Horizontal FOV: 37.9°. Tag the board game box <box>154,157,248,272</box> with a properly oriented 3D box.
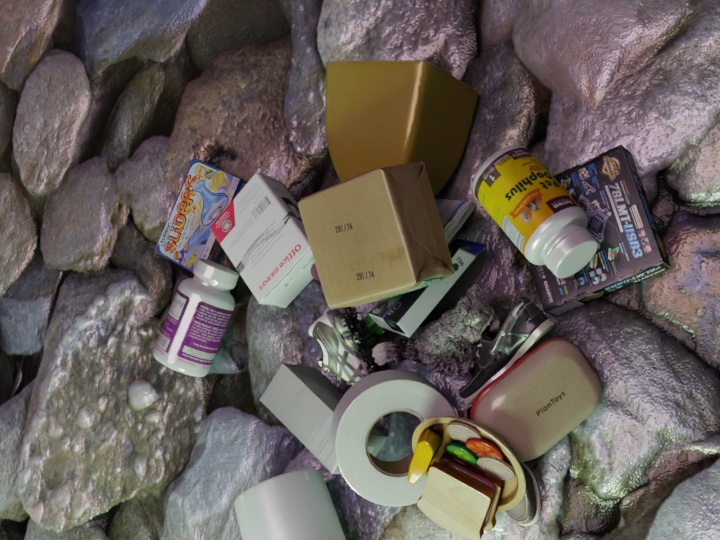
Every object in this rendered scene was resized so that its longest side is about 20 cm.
[{"bbox_3d":[-0.306,-0.102,2.024,0.135,0.034,0.201,25,94,33],"label":"board game box"}]

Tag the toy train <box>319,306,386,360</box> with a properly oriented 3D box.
[{"bbox_3d":[0.008,0.101,1.770,0.200,0.056,0.042,-46,60,17],"label":"toy train"}]

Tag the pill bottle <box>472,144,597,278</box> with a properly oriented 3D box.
[{"bbox_3d":[0.261,-0.086,1.559,0.109,0.109,0.200,-46,59,16],"label":"pill bottle"}]

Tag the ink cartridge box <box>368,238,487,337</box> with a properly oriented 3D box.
[{"bbox_3d":[0.107,0.014,1.667,0.200,0.039,0.099,-48,24,-15],"label":"ink cartridge box"}]

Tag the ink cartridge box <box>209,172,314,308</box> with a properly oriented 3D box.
[{"bbox_3d":[-0.160,-0.052,1.891,0.145,0.083,0.200,-46,61,16],"label":"ink cartridge box"}]

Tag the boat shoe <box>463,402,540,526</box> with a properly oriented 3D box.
[{"bbox_3d":[0.212,0.293,1.598,0.072,0.059,0.201,-30,66,24],"label":"boat shoe"}]

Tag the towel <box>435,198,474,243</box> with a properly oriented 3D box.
[{"bbox_3d":[0.075,-0.081,1.730,0.199,0.024,0.147,10,43,36],"label":"towel"}]

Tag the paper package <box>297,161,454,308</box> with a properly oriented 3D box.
[{"bbox_3d":[0.022,-0.051,1.615,0.199,0.103,0.192,-18,88,42],"label":"paper package"}]

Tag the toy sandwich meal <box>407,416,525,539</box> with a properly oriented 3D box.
[{"bbox_3d":[0.147,0.302,1.533,0.204,0.070,0.206,21,135,22],"label":"toy sandwich meal"}]

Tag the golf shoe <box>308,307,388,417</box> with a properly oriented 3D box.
[{"bbox_3d":[-0.015,0.156,1.729,0.094,0.078,0.201,-21,100,24],"label":"golf shoe"}]

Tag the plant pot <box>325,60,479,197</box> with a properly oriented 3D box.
[{"bbox_3d":[0.057,-0.221,1.723,0.193,0.195,0.202,6,86,33],"label":"plant pot"}]

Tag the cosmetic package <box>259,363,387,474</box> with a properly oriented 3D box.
[{"bbox_3d":[-0.063,0.247,1.756,0.200,0.107,0.091,37,101,34],"label":"cosmetic package"}]

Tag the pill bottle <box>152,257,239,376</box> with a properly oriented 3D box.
[{"bbox_3d":[-0.298,0.085,1.936,0.112,0.112,0.201,25,94,33],"label":"pill bottle"}]

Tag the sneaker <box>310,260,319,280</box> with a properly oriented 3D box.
[{"bbox_3d":[0.000,0.000,1.784,0.199,0.075,0.091,-19,65,29],"label":"sneaker"}]

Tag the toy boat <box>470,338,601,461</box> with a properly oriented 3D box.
[{"bbox_3d":[0.251,0.189,1.566,0.199,0.131,0.131,-37,102,-7],"label":"toy boat"}]

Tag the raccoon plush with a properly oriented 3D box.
[{"bbox_3d":[0.118,0.098,1.618,0.198,0.135,0.097,-12,48,-8],"label":"raccoon plush"}]

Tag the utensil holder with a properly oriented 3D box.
[{"bbox_3d":[-0.106,0.448,1.705,0.169,0.170,0.201,-32,64,23],"label":"utensil holder"}]

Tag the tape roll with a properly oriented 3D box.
[{"bbox_3d":[0.055,0.259,1.630,0.200,0.071,0.205,-1,97,-8],"label":"tape roll"}]

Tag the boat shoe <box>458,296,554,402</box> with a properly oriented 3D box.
[{"bbox_3d":[0.209,0.123,1.584,0.068,0.072,0.200,45,123,13],"label":"boat shoe"}]

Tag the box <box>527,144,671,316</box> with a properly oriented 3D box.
[{"bbox_3d":[0.344,-0.059,1.592,0.197,0.050,0.202,-25,67,25],"label":"box"}]
